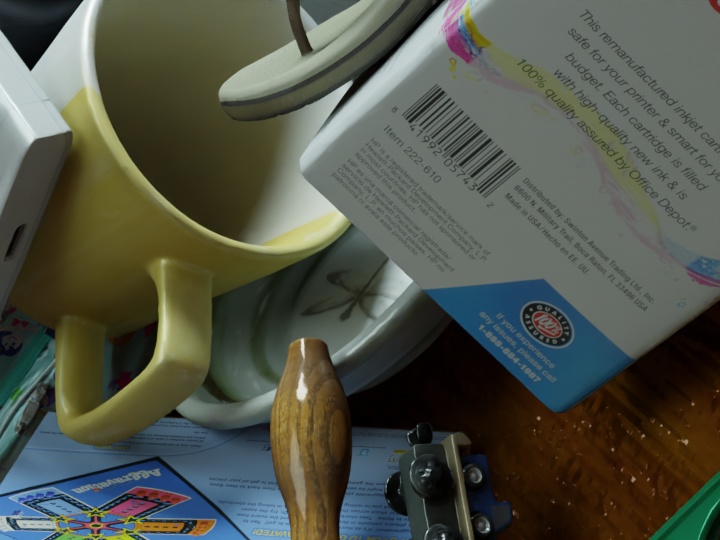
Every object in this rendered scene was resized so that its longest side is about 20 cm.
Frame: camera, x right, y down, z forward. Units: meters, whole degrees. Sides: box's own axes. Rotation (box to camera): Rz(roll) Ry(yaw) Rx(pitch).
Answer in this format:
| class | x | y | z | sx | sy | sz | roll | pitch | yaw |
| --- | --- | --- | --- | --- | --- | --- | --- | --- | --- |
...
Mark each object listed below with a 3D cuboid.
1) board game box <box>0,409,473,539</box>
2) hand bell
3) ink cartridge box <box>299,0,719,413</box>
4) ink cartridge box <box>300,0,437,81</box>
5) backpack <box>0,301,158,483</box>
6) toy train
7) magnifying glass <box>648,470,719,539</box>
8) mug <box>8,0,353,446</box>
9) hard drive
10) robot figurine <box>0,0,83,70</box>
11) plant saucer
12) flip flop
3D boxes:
| class | x | y | z | sx | sy | sz | roll | pitch | yaw |
| --- | --- | --- | --- | --- | --- | --- | --- | --- | --- |
| board game box | -0.061 | 0.101 | 1.018 | 0.200 | 0.019 | 0.103 | 2 | 34 | 21 |
| hand bell | -0.018 | 0.116 | 0.921 | 0.104 | 0.104 | 0.200 | -36 | 46 | 39 |
| ink cartridge box | 0.099 | -0.063 | 0.894 | 0.200 | 0.145 | 0.085 | -40 | 12 | 36 |
| ink cartridge box | -0.053 | -0.174 | 1.188 | 0.083 | 0.146 | 0.200 | -57 | 34 | 15 |
| backpack | -0.172 | 0.035 | 1.246 | 0.200 | 0.151 | 0.178 | -62 | 33 | 17 |
| toy train | 0.048 | 0.153 | 0.912 | 0.034 | 0.046 | 0.200 | 136 | 127 | -57 |
| magnifying glass | 0.111 | 0.121 | 0.897 | 0.200 | 0.022 | 0.080 | -26 | 51 | 44 |
| mug | -0.108 | -0.033 | 1.062 | 0.153 | 0.149 | 0.187 | -33 | 15 | 42 |
| hard drive | -0.202 | -0.083 | 1.057 | 0.200 | 0.027 | 0.132 | 52 | 136 | 25 |
| robot figurine | -0.211 | -0.133 | 1.173 | 0.200 | 0.125 | 0.150 | -42 | 38 | 35 |
| plant saucer | 0.000 | 0.000 | 1.069 | 0.200 | 0.050 | 0.200 | -35 | 28 | 22 |
| flip flop | 0.015 | -0.130 | 0.925 | 0.200 | 0.058 | 0.081 | -41 | 8 | 29 |
